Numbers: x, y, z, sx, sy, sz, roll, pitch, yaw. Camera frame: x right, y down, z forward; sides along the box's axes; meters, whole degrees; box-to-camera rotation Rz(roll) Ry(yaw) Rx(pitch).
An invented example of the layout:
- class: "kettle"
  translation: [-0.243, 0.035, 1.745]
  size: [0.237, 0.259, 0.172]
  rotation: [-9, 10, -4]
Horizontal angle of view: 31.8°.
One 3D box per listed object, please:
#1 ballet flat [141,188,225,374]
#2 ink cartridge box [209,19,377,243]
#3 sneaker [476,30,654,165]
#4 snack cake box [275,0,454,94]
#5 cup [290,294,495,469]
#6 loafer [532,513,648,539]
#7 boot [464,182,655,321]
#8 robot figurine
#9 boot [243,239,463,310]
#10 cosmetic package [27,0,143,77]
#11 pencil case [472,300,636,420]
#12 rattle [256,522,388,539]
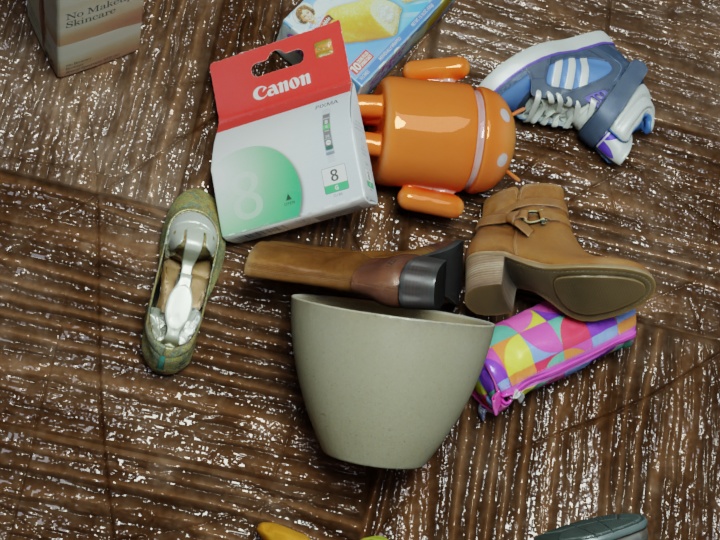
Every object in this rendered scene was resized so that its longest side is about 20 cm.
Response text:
- class: "ballet flat"
  translation: [-0.173, 0.002, 1.255]
  size: [0.070, 0.071, 0.203]
  rotation: [13, 67, -8]
- class: "ink cartridge box"
  translation: [-0.078, -0.145, 1.291]
  size: [0.159, 0.050, 0.203]
  rotation: [-15, 80, 17]
- class: "sneaker"
  translation: [0.238, -0.177, 1.407]
  size: [0.198, 0.081, 0.148]
  rotation: [-22, 72, -25]
- class: "snack cake box"
  translation: [0.012, -0.287, 1.404]
  size: [0.115, 0.067, 0.200]
  rotation: [40, 67, 3]
- class: "cup"
  translation: [0.022, 0.108, 1.209]
  size: [0.197, 0.200, 0.146]
  rotation: [7, 91, -10]
- class: "loafer"
  translation: [0.192, 0.292, 1.239]
  size: [0.197, 0.072, 0.064]
  rotation: [-14, 93, -10]
- class: "boot"
  translation: [0.206, -0.024, 1.305]
  size: [0.197, 0.077, 0.157]
  rotation: [-7, 41, 22]
- class: "robot figurine"
  translation: [0.079, -0.145, 1.339]
  size: [0.197, 0.118, 0.145]
  rotation: [5, 46, -11]
- class: "boot"
  translation: [0.000, 0.000, 1.284]
  size: [0.197, 0.188, 0.070]
  rotation: [7, 106, 16]
- class: "cosmetic package"
  translation: [-0.275, -0.292, 1.267]
  size: [0.102, 0.200, 0.088]
  rotation: [-24, 75, -19]
- class: "pencil case"
  translation: [0.194, 0.078, 1.302]
  size: [0.198, 0.089, 0.089]
  rotation: [-26, 77, -20]
- class: "rattle"
  translation: [-0.033, 0.346, 1.160]
  size: [0.140, 0.130, 0.204]
  rotation: [3, 95, 0]
